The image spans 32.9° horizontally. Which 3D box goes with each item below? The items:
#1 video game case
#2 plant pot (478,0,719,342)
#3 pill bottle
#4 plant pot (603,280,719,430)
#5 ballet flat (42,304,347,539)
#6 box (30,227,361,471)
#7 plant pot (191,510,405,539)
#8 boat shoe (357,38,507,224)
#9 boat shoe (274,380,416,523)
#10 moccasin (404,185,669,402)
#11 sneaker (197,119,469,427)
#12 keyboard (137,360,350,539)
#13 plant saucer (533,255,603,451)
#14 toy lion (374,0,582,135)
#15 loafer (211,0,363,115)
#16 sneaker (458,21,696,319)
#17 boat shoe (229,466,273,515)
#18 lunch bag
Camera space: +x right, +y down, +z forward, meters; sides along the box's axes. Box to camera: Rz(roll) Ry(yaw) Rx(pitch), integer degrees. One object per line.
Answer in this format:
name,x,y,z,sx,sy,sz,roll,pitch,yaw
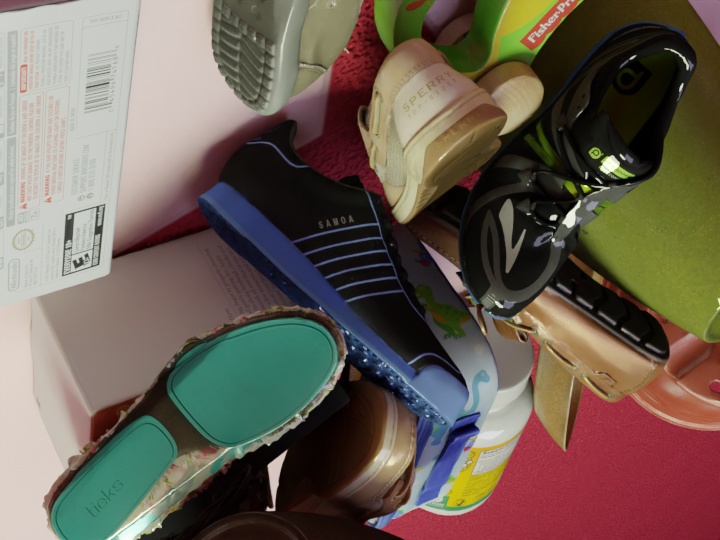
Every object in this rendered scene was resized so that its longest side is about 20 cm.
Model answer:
video game case,-0.199,-0.051,0.564,0.179,0.046,0.201,-19,148,-30
plant pot,0.205,-0.058,0.819,0.185,0.201,0.188,-27,151,-16
pill bottle,0.090,0.124,1.077,0.112,0.113,0.201,-21,150,-23
plant pot,0.306,0.039,1.025,0.200,0.202,0.195,-36,173,5
ballet flat,-0.092,0.082,0.675,0.199,0.076,0.064,-35,-178,7
box,-0.099,0.051,0.776,0.198,0.098,0.125,-19,149,-26
plant pot,-0.028,0.216,0.698,0.186,0.188,0.201,-34,143,0
boat shoe,0.034,-0.077,0.676,0.072,0.065,0.200,-38,175,-3
boat shoe,0.003,0.122,0.773,0.068,0.075,0.200,15,158,-14
moccasin,0.109,0.017,0.805,0.200,0.074,0.078,33,122,-17
sneaker,0.000,0.000,0.708,0.078,0.200,0.070,-47,-177,-15
keyboard,-0.087,0.125,0.720,0.199,0.021,0.127,-39,-170,9
plant saucer,0.179,0.051,1.046,0.200,0.035,0.203,11,90,-76
toy lion,0.080,-0.184,0.652,0.200,0.069,0.191,-46,143,21
loafer,-0.023,-0.162,0.567,0.069,0.075,0.201,-30,159,-32
sneaker,0.125,-0.062,0.715,0.201,0.070,0.083,-54,-170,3
boat shoe,-0.098,0.150,0.852,0.075,0.201,0.072,-27,115,22
lunch bag,0.020,0.081,0.882,0.082,0.162,0.201,-18,149,-25
